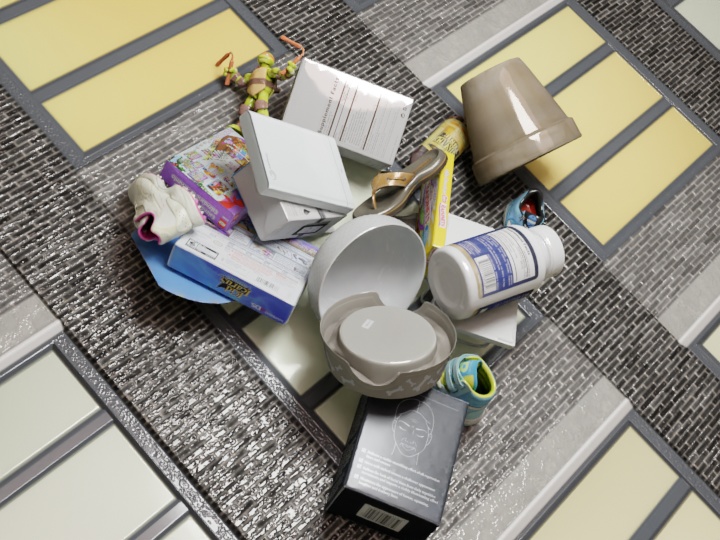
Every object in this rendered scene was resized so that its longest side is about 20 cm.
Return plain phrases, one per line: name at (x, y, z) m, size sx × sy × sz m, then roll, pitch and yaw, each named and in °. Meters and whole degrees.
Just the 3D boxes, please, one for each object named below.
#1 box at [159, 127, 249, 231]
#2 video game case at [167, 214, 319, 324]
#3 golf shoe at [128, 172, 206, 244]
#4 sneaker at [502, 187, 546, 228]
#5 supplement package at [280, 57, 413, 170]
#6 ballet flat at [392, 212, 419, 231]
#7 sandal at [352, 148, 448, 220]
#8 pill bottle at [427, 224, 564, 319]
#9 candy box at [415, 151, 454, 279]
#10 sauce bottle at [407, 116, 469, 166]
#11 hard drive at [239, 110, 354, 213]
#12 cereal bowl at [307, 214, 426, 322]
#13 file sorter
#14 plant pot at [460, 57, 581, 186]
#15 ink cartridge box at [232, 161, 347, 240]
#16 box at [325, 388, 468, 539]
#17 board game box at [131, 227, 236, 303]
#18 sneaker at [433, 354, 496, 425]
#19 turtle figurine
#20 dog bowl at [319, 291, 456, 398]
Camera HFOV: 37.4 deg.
box at (-0.212, -0.148, 1.691) m, size 0.136 × 0.039 × 0.200 m, roll 39°, pitch 32°, yaw 5°
video game case at (-0.172, -0.020, 1.626) m, size 0.198 × 0.046 × 0.182 m, roll 28°, pitch 31°, yaw -2°
golf shoe at (-0.313, -0.092, 1.594) m, size 0.091 × 0.199 × 0.076 m, roll -40°, pitch 122°, yaw -21°
sneaker at (0.277, -0.061, 1.831) m, size 0.077 × 0.090 × 0.202 m, roll 17°, pitch 57°, yaw -9°
supplement package at (-0.029, -0.261, 1.798) m, size 0.197 × 0.121 × 0.121 m, roll 19°, pitch 89°, yaw -8°
ballet flat at (0.085, -0.062, 1.795) m, size 0.197 × 0.047 × 0.068 m, roll -1°, pitch 56°, yaw -27°
sandal at (0.058, -0.143, 1.694) m, size 0.199 × 0.081 × 0.055 m, roll -39°, pitch 117°, yaw -17°
pill bottle at (0.209, -0.005, 1.608) m, size 0.198 × 0.111 × 0.112 m, roll -17°, pitch 67°, yaw -29°
candy box at (0.117, -0.088, 1.730) m, size 0.026 × 0.102 × 0.202 m, roll 19°, pitch 52°, yaw -12°
sauce bottle at (0.128, -0.197, 1.876) m, size 0.066 × 0.066 × 0.200 m, roll 38°, pitch 55°, yaw 5°
hard drive at (-0.095, -0.164, 1.634) m, size 0.199 × 0.027 × 0.134 m, roll 9°, pitch 58°, yaw -51°
cereal bowl at (0.000, 0.000, 1.637) m, size 0.198 × 0.203 × 0.083 m, roll -16°, pitch 37°, yaw -28°
file sorter at (0.168, 0.041, 1.708) m, size 0.137 × 0.125 × 0.202 m, roll 17°, pitch 56°, yaw -11°
plant pot at (0.263, -0.268, 1.858) m, size 0.198 × 0.199 × 0.176 m, roll -25°, pitch 91°, yaw -31°
ink cartridge box at (-0.098, -0.118, 1.683) m, size 0.199 × 0.067 × 0.117 m, roll -10°, pitch 71°, yaw -56°
box at (0.054, 0.269, 1.538) m, size 0.147 × 0.107 × 0.202 m, roll 23°, pitch 55°, yaw -5°
board game box at (-0.263, -0.002, 1.616) m, size 0.156 × 0.039 × 0.201 m, roll -1°, pitch 40°, yaw -38°
sneaker at (0.117, 0.155, 1.616) m, size 0.197 × 0.131 × 0.080 m, roll 21°, pitch 56°, yaw -6°
turtle figurine at (-0.179, -0.307, 1.808) m, size 0.064 × 0.198 × 0.164 m, roll 36°, pitch 61°, yaw -51°
dog bowl at (0.038, 0.109, 1.538) m, size 0.197 × 0.059 × 0.201 m, roll 4°, pitch 32°, yaw -2°
